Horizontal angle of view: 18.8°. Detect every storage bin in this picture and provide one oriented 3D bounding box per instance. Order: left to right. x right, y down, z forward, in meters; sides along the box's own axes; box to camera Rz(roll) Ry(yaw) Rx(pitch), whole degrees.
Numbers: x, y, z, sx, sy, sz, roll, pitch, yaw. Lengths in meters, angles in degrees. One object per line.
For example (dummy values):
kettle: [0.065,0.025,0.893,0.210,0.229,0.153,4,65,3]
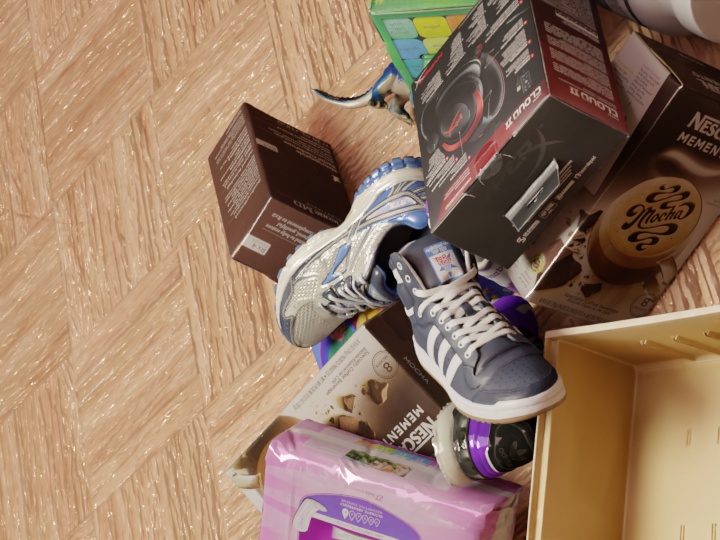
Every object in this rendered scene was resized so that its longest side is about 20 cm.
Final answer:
storage bin: [0.219,0.138,1.510,0.200,0.094,0.199,-12,66,50]

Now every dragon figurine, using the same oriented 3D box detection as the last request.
dragon figurine: [0.049,-0.183,1.900,0.200,0.059,0.100,3,76,49]

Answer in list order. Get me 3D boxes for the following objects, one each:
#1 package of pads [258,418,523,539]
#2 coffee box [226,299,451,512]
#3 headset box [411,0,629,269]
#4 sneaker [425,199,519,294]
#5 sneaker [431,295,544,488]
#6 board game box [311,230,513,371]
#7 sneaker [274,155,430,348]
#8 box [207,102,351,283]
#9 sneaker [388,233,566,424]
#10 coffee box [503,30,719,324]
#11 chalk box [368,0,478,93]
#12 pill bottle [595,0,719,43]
package of pads: [0.022,0.200,1.672,0.199,0.076,0.121,14,111,24]
coffee box: [0.000,0.133,1.763,0.113,0.080,0.200,47,121,7]
headset box: [0.113,-0.111,1.584,0.149,0.075,0.200,-50,28,32]
sneaker: [0.096,-0.069,1.746,0.073,0.114,0.201,-52,39,28]
sneaker: [0.127,0.086,1.649,0.099,0.070,0.200,-17,30,28]
board game box: [0.038,0.027,1.839,0.200,0.045,0.135,-50,41,28]
sneaker: [0.000,0.000,1.801,0.200,0.077,0.085,-52,45,26]
box: [-0.070,-0.064,1.934,0.075,0.100,0.200,-55,25,21]
sneaker: [0.079,0.035,1.572,0.200,0.070,0.109,-145,37,-64]
coffee box: [0.201,-0.062,1.604,0.200,0.113,0.080,-56,38,22]
chalk box: [0.087,-0.221,1.755,0.124,0.124,0.201,-2,60,20]
pill bottle: [0.225,-0.244,1.645,0.200,0.116,0.116,36,104,51]
